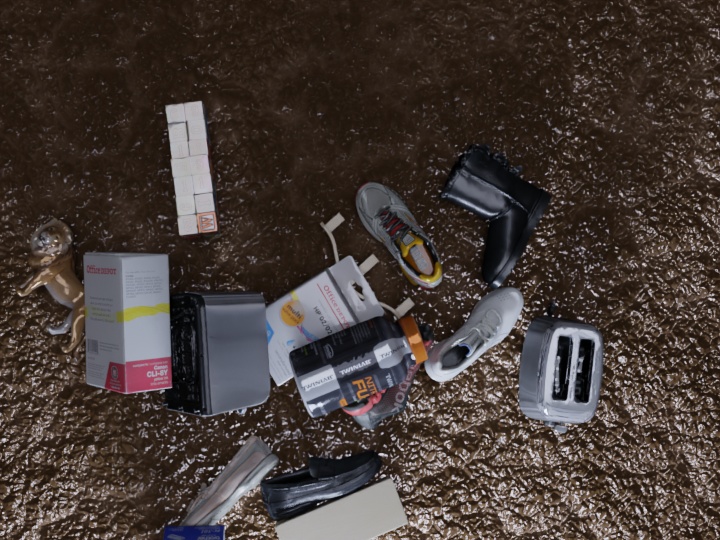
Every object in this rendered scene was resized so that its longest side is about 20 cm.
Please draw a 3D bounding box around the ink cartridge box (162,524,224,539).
[{"bbox_3d":[-0.254,0.488,1.564,0.092,0.044,0.204,0,111,-5],"label":"ink cartridge box"}]

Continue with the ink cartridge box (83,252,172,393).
[{"bbox_3d":[-0.352,0.073,1.536,0.082,0.144,0.204,-4,94,-37],"label":"ink cartridge box"}]

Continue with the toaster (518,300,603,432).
[{"bbox_3d":[0.321,0.151,1.613,0.111,0.129,0.204,8,88,-5],"label":"toaster"}]

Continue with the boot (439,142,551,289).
[{"bbox_3d":[0.200,-0.093,1.636,0.161,0.073,0.200,32,79,-6],"label":"boot"}]

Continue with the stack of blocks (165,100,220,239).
[{"bbox_3d":[-0.259,-0.154,1.578,0.057,0.115,0.204,-7,89,-5],"label":"stack of blocks"}]

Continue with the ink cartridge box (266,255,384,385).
[{"bbox_3d":[-0.072,0.076,1.598,0.198,0.068,0.116,-32,92,4],"label":"ink cartridge box"}]

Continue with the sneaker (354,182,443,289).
[{"bbox_3d":[0.068,-0.060,1.619,0.078,0.082,0.201,-41,92,-4],"label":"sneaker"}]

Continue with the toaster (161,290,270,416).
[{"bbox_3d":[-0.227,0.115,1.533,0.117,0.180,0.204,-3,88,-31],"label":"toaster"}]

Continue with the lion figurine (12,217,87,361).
[{"bbox_3d":[-0.459,0.029,1.588,0.122,0.072,0.201,-38,106,-14],"label":"lion figurine"}]

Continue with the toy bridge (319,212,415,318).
[{"bbox_3d":[0.000,0.000,1.640,0.067,0.027,0.201,-40,92,-3],"label":"toy bridge"}]

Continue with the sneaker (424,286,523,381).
[{"bbox_3d":[0.189,0.105,1.625,0.075,0.087,0.200,45,85,-1],"label":"sneaker"}]

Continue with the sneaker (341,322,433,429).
[{"bbox_3d":[0.051,0.171,1.620,0.200,0.070,0.099,-46,129,-23],"label":"sneaker"}]

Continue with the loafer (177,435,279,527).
[{"bbox_3d":[-0.219,0.344,1.601,0.199,0.072,0.063,-41,76,-9],"label":"loafer"}]

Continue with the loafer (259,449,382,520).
[{"bbox_3d":[-0.063,0.326,1.607,0.198,0.068,0.071,-22,102,-1],"label":"loafer"}]

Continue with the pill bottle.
[{"bbox_3d":[0.000,0.135,1.522,0.197,0.106,0.108,-22,91,-1],"label":"pill bottle"}]

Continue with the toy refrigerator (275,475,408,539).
[{"bbox_3d":[-0.030,0.398,1.611,0.197,0.070,0.077,-22,84,-6],"label":"toy refrigerator"}]
